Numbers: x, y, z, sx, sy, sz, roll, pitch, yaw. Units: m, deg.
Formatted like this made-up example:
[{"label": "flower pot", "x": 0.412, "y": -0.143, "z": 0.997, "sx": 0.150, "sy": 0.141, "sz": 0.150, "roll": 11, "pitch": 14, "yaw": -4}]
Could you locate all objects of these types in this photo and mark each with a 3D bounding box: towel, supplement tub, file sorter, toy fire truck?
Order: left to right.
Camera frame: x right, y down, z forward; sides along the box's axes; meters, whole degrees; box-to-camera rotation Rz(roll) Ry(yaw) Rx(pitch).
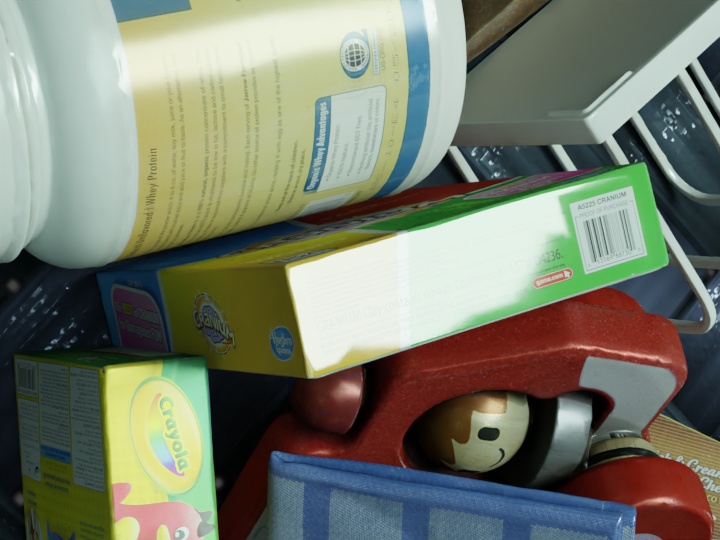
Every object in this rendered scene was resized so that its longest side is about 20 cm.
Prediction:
[{"label": "supplement tub", "x": -0.075, "y": -0.082, "z": 0.736, "sx": 0.200, "sy": 0.145, "sz": 0.145, "roll": -15, "pitch": 97, "yaw": -26}, {"label": "towel", "x": 0.033, "y": 0.163, "z": 0.753, "sx": 0.147, "sy": 0.024, "sz": 0.200, "roll": 7, "pitch": 121, "yaw": 11}, {"label": "toy fire truck", "x": 0.037, "y": 0.084, "z": 0.773, "sx": 0.168, "sy": 0.200, "sz": 0.112, "roll": 7, "pitch": 48, "yaw": -23}, {"label": "file sorter", "x": 0.156, "y": -0.078, "z": 0.858, "sx": 0.200, "sy": 0.139, "sz": 0.125, "roll": -41, "pitch": 110, "yaw": -21}]

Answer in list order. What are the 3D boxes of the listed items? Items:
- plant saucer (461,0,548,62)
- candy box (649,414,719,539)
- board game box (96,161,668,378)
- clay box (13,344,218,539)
[{"label": "plant saucer", "x": 0.092, "y": -0.151, "z": 0.797, "sx": 0.200, "sy": 0.200, "sz": 0.037, "roll": -39, "pitch": 91, "yaw": -21}, {"label": "candy box", "x": 0.182, "y": 0.154, "z": 0.848, "sx": 0.116, "sy": 0.200, "sz": 0.055, "roll": -59, "pitch": 157, "yaw": -15}, {"label": "board game box", "x": 0.000, "y": 0.000, "z": 0.743, "sx": 0.153, "sy": 0.200, "sz": 0.040, "roll": -16, "pitch": 96, "yaw": -26}, {"label": "clay box", "x": -0.094, "y": 0.132, "z": 0.744, "sx": 0.048, "sy": 0.115, "sz": 0.200, "roll": -6, "pitch": 93, "yaw": -26}]
